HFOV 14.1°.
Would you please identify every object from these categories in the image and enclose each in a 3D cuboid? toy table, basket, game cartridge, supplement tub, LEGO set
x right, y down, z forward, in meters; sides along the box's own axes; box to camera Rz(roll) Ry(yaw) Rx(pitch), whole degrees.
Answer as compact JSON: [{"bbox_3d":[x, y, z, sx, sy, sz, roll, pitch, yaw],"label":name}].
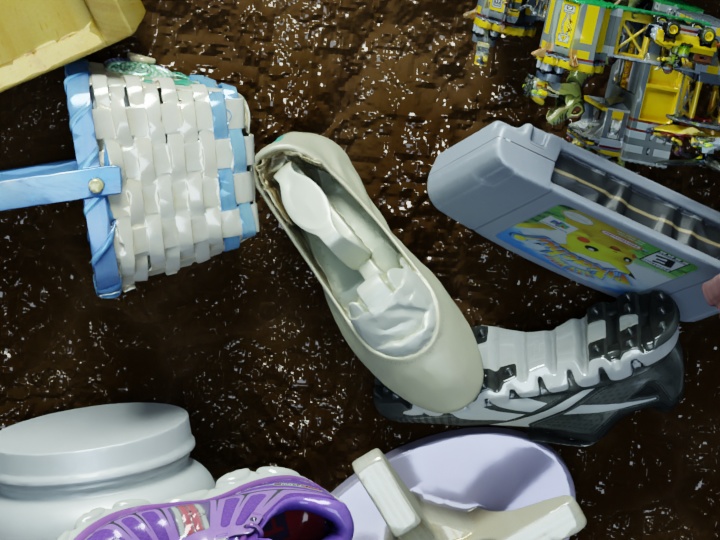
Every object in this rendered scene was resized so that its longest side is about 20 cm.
[{"bbox_3d":[0.045,0.182,1.777,0.200,0.117,0.184,-42,98,4],"label":"toy table"},{"bbox_3d":[-0.164,-0.054,1.707,0.200,0.176,0.139,-13,97,-8],"label":"basket"},{"bbox_3d":[0.144,-0.025,1.734,0.200,0.133,0.041,24,76,-14],"label":"game cartridge"},{"bbox_3d":[-0.151,0.191,1.758,0.145,0.145,0.200,-7,100,0],"label":"supplement tub"},{"bbox_3d":[0.139,-0.104,1.705,0.154,0.200,0.116,8,101,-24],"label":"LEGO set"}]

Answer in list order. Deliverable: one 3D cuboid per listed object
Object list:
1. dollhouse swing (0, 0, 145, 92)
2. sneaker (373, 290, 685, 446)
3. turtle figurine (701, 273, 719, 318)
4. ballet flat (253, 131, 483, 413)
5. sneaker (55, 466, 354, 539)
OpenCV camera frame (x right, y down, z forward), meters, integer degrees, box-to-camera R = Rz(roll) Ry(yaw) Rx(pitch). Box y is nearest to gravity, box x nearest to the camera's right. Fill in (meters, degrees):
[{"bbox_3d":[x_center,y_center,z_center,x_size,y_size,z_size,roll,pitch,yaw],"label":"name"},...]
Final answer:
[{"bbox_3d":[-0.253,-0.179,1.671,0.200,0.182,0.176,-24,100,4],"label":"dollhouse swing"},{"bbox_3d":[0.108,0.075,1.783,0.200,0.067,0.091,-13,130,16],"label":"sneaker"},{"bbox_3d":[0.286,-0.043,1.609,0.200,0.144,0.194,3,144,22],"label":"turtle figurine"},{"bbox_3d":[0.000,0.000,1.736,0.069,0.069,0.200,-38,75,5],"label":"ballet flat"},{"bbox_3d":[-0.092,0.162,1.657,0.200,0.083,0.081,-23,106,-30],"label":"sneaker"}]
